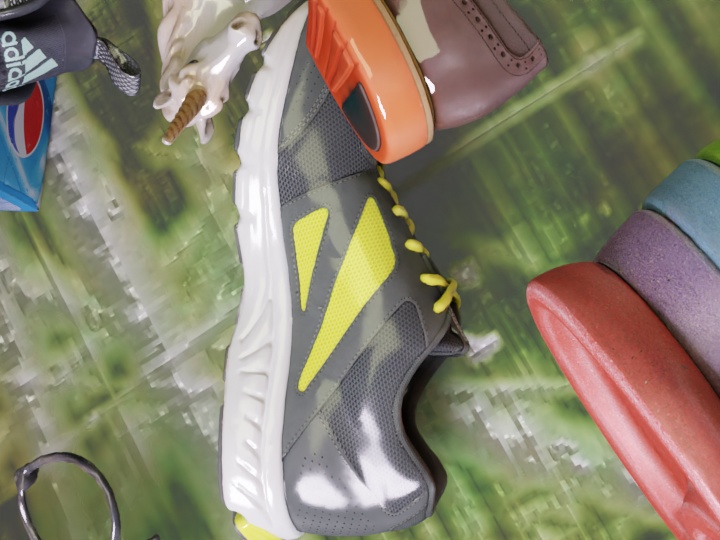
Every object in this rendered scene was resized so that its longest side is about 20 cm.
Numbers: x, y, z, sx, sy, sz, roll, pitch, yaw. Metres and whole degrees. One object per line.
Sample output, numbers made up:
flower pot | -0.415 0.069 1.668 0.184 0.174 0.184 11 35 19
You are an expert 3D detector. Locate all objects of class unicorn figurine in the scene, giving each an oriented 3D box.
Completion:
unicorn figurine | -0.051 -0.140 0.777 0.137 0.074 0.200 -42 55 5

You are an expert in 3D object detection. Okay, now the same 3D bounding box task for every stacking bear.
stacking bear | 0.165 -0.008 0.667 0.199 0.121 0.114 -35 82 -4

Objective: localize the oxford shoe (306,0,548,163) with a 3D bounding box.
oxford shoe | -0.004 -0.136 0.698 0.072 0.071 0.201 -23 80 -10

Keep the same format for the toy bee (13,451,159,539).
toy bee | -0.100 0.144 0.723 0.200 0.108 0.131 -34 79 33

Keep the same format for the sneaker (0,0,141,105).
sneaker | -0.145 -0.070 0.694 0.139 0.078 0.201 14 58 -12

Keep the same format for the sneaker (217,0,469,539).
sneaker | 0.000 0.000 0.734 0.084 0.074 0.202 3 89 10

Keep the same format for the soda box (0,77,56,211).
soda box | -0.224 -0.066 0.807 0.199 0.064 0.068 3 80 16
